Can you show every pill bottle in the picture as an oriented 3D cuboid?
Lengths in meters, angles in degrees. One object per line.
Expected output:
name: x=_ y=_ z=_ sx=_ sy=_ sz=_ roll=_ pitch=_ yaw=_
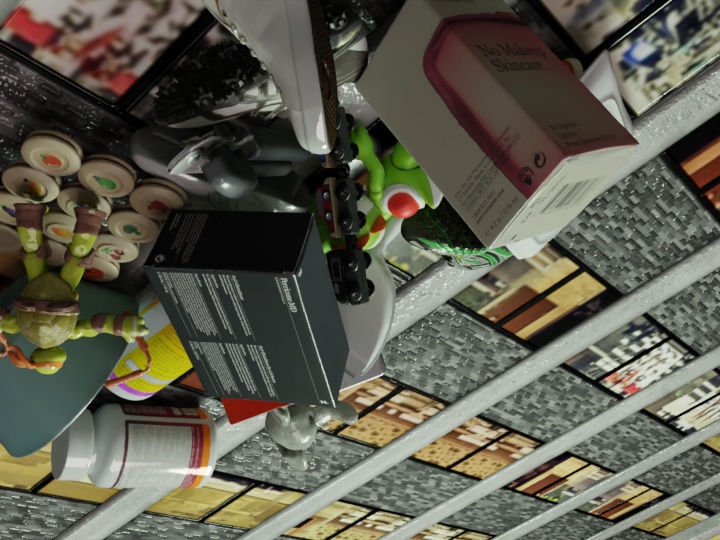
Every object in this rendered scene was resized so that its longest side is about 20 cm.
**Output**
pill bottle: x=-0.302 y=0.236 z=1.117 sx=0.199 sy=0.110 sz=0.110 roll=10 pitch=136 yaw=-32
pill bottle: x=-0.203 y=0.056 z=0.931 sx=0.199 sy=0.105 sz=0.104 roll=-34 pitch=141 yaw=22

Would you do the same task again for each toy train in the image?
toy train: x=-0.021 y=-0.065 z=0.809 sx=0.046 sy=0.202 sz=0.034 roll=-5 pitch=-176 yaw=35

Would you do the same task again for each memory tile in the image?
memory tile: x=-0.270 y=-0.051 z=0.786 sx=0.153 sy=0.017 sz=0.200 roll=25 pitch=141 yaw=-29

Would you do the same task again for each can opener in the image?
can opener: x=-0.101 y=-0.096 z=0.745 sx=0.052 sy=0.067 sz=0.200 roll=-32 pitch=179 yaw=22

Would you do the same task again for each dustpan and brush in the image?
dustpan and brush: x=0.000 y=0.000 z=0.915 sx=0.201 sy=0.139 sz=0.057 roll=-56 pitch=172 yaw=-4

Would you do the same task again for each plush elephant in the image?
plush elephant: x=-0.071 y=0.159 z=1.074 sx=0.199 sy=0.156 sz=0.165 roll=-17 pitch=144 yaw=-2

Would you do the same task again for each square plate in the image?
square plate: x=0.213 y=-0.104 z=0.868 sx=0.198 sy=0.028 sz=0.200 roll=-51 pitch=152 yaw=6

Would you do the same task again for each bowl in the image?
bowl: x=-0.334 y=0.078 z=0.859 sx=0.200 sy=0.201 sz=0.105 roll=-35 pitch=118 yaw=21

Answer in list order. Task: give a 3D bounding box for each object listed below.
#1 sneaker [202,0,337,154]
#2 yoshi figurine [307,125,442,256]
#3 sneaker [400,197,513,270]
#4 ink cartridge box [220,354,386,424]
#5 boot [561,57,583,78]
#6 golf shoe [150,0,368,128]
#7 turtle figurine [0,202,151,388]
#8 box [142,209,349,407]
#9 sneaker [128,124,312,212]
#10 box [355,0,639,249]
sneaker: x=-0.071 y=-0.184 z=0.644 sx=0.084 sy=0.201 sz=0.073 roll=-12 pitch=-175 yaw=11
yoshi figurine: x=0.018 y=-0.091 z=0.869 sx=0.200 sy=0.113 sz=0.112 roll=-38 pitch=-178 yaw=4
sneaker: x=0.115 y=-0.031 z=0.959 sx=0.199 sy=0.078 sz=0.085 roll=8 pitch=142 yaw=-45
ink cartridge box: x=-0.088 y=0.075 z=0.960 sx=0.199 sy=0.164 sz=0.057 roll=-21 pitch=178 yaw=0
boot: x=0.176 y=-0.129 z=0.870 sx=0.107 sy=0.075 sz=0.201 roll=-14 pitch=135 yaw=-17
golf shoe: x=-0.082 y=-0.158 z=0.731 sx=0.199 sy=0.078 sz=0.095 roll=-21 pitch=144 yaw=7
turtle figurine: x=-0.283 y=0.023 z=0.739 sx=0.198 sy=0.163 sz=0.064 roll=4 pitch=-179 yaw=7
box: x=-0.098 y=0.040 z=0.789 sx=0.140 sy=0.079 sz=0.201 roll=5 pitch=139 yaw=15
sneaker: x=-0.143 y=-0.077 z=0.816 sx=0.200 sy=0.071 sz=0.080 roll=20 pitch=132 yaw=-40
box: x=0.114 y=-0.134 z=0.715 sx=0.127 sy=0.200 sz=0.109 roll=-16 pitch=151 yaw=-45
